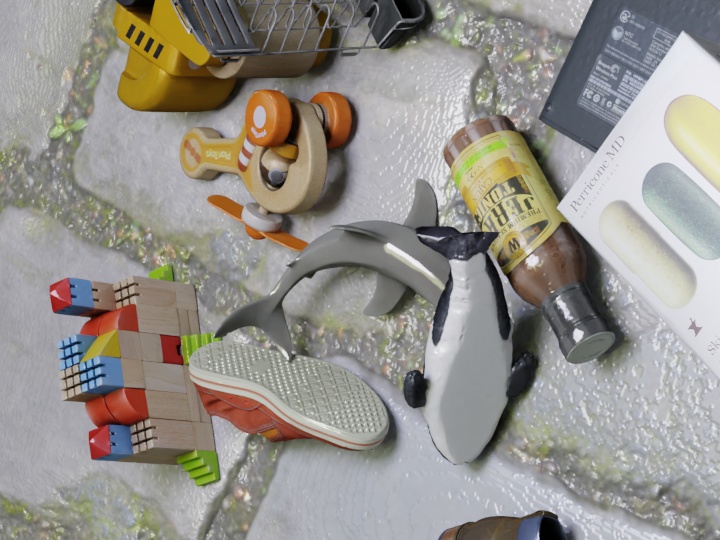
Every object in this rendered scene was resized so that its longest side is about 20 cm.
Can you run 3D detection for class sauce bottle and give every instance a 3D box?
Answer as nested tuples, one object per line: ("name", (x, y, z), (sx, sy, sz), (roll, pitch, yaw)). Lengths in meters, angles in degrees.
("sauce bottle", (0.128, -0.024, 1.503), (0.065, 0.064, 0.201), (-44, 58, 28))

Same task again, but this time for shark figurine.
("shark figurine", (-0.016, -0.010, 1.599), (0.213, 0.089, 0.129), (-11, 73, 28))

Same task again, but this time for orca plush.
("orca plush", (0.064, 0.046, 1.514), (0.071, 0.105, 0.201), (50, 161, 53))

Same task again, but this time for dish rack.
("dish rack", (-0.063, -0.237, 1.621), (0.154, 0.199, 0.055), (64, 144, 27))

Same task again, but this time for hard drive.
("hard drive", (0.224, -0.171, 1.461), (0.139, 0.033, 0.201), (35, 107, 39))

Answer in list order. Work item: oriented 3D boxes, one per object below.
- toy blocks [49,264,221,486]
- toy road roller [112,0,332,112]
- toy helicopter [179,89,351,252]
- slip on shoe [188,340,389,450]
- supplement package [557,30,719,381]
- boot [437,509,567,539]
("toy blocks", (-0.198, 0.084, 1.725), (0.100, 0.136, 0.201), (-21, 71, 37))
("toy road roller", (-0.131, -0.189, 1.724), (0.200, 0.122, 0.147), (38, 122, 41))
("toy helicopter", (-0.092, -0.086, 1.716), (0.199, 0.078, 0.133), (8, 98, 52))
("slip on shoe", (-0.057, 0.111, 1.653), (0.199, 0.074, 0.062), (15, 128, 36))
("supplement package", (0.268, -0.027, 1.322), (0.200, 0.150, 0.152), (50, 116, 34))
("boot", (0.114, 0.271, 1.466), (0.097, 0.074, 0.201), (-27, 65, 39))
